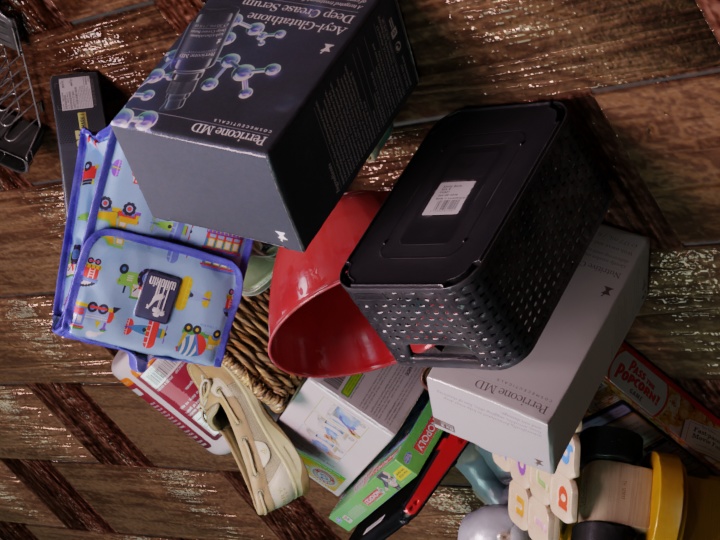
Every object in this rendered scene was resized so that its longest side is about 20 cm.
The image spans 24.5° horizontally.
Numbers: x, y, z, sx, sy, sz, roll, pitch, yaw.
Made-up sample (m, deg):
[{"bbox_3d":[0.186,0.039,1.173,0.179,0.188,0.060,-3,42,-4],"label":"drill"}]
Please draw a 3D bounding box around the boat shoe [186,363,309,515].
[{"bbox_3d":[-0.128,0.160,1.690,0.201,0.063,0.073,52,157,25],"label":"boat shoe"}]

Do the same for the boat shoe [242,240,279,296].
[{"bbox_3d":[-0.086,-0.044,1.500,0.072,0.062,0.200,13,131,-10],"label":"boat shoe"}]

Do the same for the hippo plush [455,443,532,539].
[{"bbox_3d":[0.153,0.259,1.668,0.159,0.161,0.200,-4,133,44],"label":"hippo plush"}]

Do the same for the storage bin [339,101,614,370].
[{"bbox_3d":[0.092,-0.029,1.287,0.135,0.200,0.094,0,136,42],"label":"storage bin"}]

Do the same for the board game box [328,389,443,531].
[{"bbox_3d":[0.041,0.179,1.684,0.029,0.135,0.200,35,149,-3],"label":"board game box"}]

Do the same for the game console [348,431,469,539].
[{"bbox_3d":[0.059,0.207,1.666,0.031,0.177,0.200,36,149,-2],"label":"game console"}]

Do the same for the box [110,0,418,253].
[{"bbox_3d":[-0.070,-0.131,1.293,0.148,0.200,0.107,13,144,28],"label":"box"}]

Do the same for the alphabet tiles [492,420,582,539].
[{"bbox_3d":[0.159,0.141,1.489,0.015,0.201,0.196,-1,-170,-15],"label":"alphabet tiles"}]

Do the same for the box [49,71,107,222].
[{"bbox_3d":[-0.256,-0.062,1.574,0.051,0.201,0.158,-7,148,-9],"label":"box"}]

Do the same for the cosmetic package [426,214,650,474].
[{"bbox_3d":[0.147,0.052,1.351,0.112,0.200,0.081,18,146,21],"label":"cosmetic package"}]

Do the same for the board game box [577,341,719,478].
[{"bbox_3d":[0.253,0.152,1.541,0.200,0.046,0.151,39,148,-10],"label":"board game box"}]

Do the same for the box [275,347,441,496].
[{"bbox_3d":[-0.011,0.132,1.687,0.101,0.113,0.200,34,149,0],"label":"box"}]

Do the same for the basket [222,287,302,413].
[{"bbox_3d":[-0.143,0.039,1.644,0.200,0.149,0.143,42,147,-17],"label":"basket"}]

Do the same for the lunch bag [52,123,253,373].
[{"bbox_3d":[-0.179,-0.012,1.438,0.150,0.201,0.094,13,174,-27],"label":"lunch bag"}]

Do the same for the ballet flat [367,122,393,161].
[{"bbox_3d":[-0.069,-0.120,1.405,0.199,0.063,0.067,2,151,26],"label":"ballet flat"}]

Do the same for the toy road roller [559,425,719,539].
[{"bbox_3d":[0.250,0.232,1.495,0.145,0.123,0.200,11,154,-4],"label":"toy road roller"}]

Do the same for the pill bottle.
[{"bbox_3d":[-0.165,0.128,1.819,0.200,0.113,0.113,41,148,-12],"label":"pill bottle"}]

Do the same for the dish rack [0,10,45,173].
[{"bbox_3d":[-0.388,-0.198,1.627,0.153,0.055,0.200,23,147,15],"label":"dish rack"}]

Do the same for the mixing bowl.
[{"bbox_3d":[0.000,0.000,1.458,0.200,0.199,0.109,110,145,-58],"label":"mixing bowl"}]

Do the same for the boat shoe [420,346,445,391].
[{"bbox_3d":[0.106,0.091,1.516,0.072,0.072,0.200,-1,175,-16],"label":"boat shoe"}]
